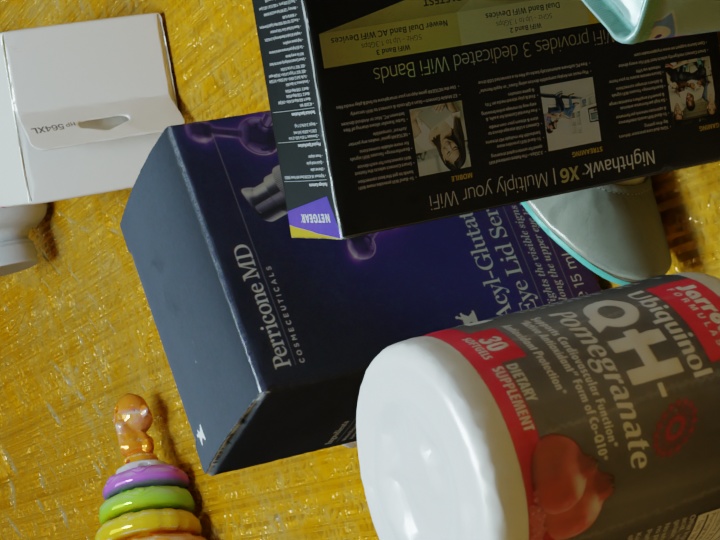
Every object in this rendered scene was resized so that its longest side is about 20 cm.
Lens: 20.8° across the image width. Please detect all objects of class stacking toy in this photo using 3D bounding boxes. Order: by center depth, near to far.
[{"bbox_3d":[-0.170,0.192,1.557,0.116,0.109,0.201,-36,56,46],"label":"stacking toy"}]

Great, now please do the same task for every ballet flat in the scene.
[{"bbox_3d":[0.088,-0.076,0.932,0.200,0.067,0.064,55,135,38],"label":"ballet flat"}]

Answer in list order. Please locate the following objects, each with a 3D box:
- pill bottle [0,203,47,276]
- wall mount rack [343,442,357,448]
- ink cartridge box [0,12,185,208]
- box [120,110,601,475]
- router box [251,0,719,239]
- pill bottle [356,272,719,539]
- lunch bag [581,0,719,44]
[{"bbox_3d":[-0.345,-0.095,1.757,0.111,0.110,0.201,-25,78,64],"label":"pill bottle"},{"bbox_3d":[-0.017,0.021,1.099,0.174,0.074,0.201,51,-158,-68],"label":"wall mount rack"},{"bbox_3d":[-0.220,-0.118,1.472,0.200,0.128,0.126,-1,100,63],"label":"ink cartridge box"},{"bbox_3d":[0.000,0.000,0.986,0.149,0.199,0.104,67,152,20],"label":"box"},{"bbox_3d":[0.055,-0.108,0.827,0.052,0.199,0.158,2,102,64],"label":"router box"},{"bbox_3d":[0.108,0.063,0.794,0.111,0.199,0.111,37,134,53],"label":"pill bottle"},{"bbox_3d":[0.123,-0.180,0.692,0.200,0.170,0.122,57,142,40],"label":"lunch bag"}]
